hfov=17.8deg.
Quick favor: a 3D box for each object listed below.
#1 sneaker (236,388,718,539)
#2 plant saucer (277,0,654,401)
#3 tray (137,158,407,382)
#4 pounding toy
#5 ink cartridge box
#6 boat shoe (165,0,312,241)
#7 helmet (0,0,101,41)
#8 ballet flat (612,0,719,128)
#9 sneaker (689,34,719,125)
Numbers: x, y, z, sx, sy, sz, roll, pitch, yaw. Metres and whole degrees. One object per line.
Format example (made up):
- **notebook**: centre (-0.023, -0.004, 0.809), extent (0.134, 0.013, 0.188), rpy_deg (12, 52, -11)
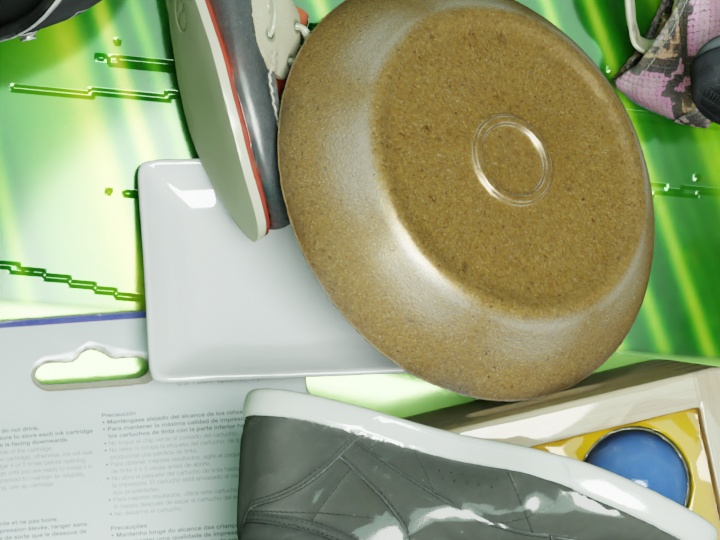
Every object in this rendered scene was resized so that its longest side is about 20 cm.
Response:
- **sneaker**: centre (0.039, 0.118, 0.929), extent (0.199, 0.071, 0.100), rpy_deg (13, 78, 6)
- **plant saucer**: centre (0.059, -0.044, 1.016), extent (0.199, 0.035, 0.201), rpy_deg (11, 66, -27)
- **tray**: centre (0.000, 0.000, 1.045), extent (0.199, 0.022, 0.108), rpy_deg (-2, 67, -9)
- **pounding toy**: centre (0.077, 0.152, 1.009), extent (0.199, 0.142, 0.185), rpy_deg (-12, 92, -9)
- **ink cartridge box**: centre (-0.113, 0.120, 1.020), extent (0.195, 0.043, 0.201), rpy_deg (-3, 71, -9)
- **boat shoe**: centre (-0.054, -0.114, 1.024), extent (0.062, 0.071, 0.201), rpy_deg (-13, 83, -21)
- **helmet**: centre (-0.168, -0.191, 0.943), extent (0.190, 0.200, 0.201), rpy_deg (9, 88, -24)
- **ballet flat**: centre (0.155, -0.160, 1.034), extent (0.071, 0.069, 0.201), rpy_deg (14, 117, 3)
- **sneaker**: centre (0.215, -0.114, 1.049), extent (0.199, 0.074, 0.088), rpy_deg (-3, 78, -42)
